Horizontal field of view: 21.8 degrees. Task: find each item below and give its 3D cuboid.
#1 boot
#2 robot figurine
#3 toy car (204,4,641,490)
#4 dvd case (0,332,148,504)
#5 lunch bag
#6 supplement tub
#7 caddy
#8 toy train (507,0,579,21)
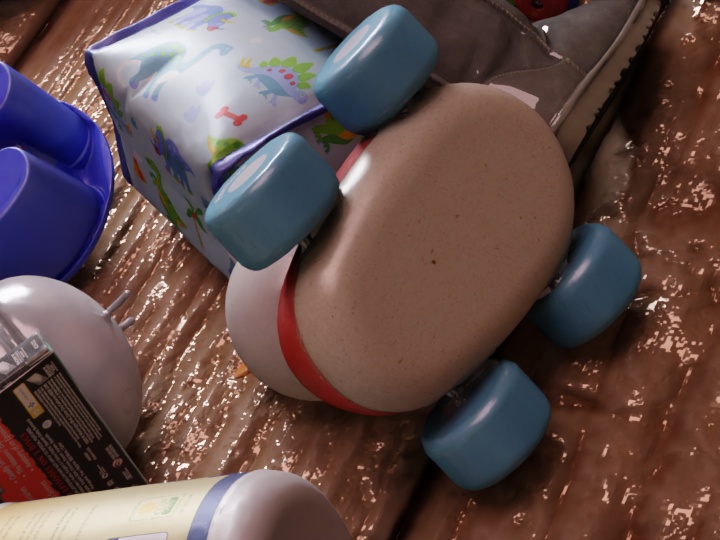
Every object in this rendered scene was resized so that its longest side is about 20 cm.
[{"bbox_3d":[0.053,-0.147,1.007,0.199,0.073,0.182,31,35,7],"label":"boot"},{"bbox_3d":[-0.196,0.082,0.980,0.200,0.113,0.169,-40,6,-13],"label":"robot figurine"},{"bbox_3d":[0.000,0.000,0.947,0.177,0.184,0.199,-53,17,-26],"label":"toy car"},{"bbox_3d":[-0.204,0.134,0.907,0.199,0.147,0.022,-38,49,-10],"label":"dvd case"},{"bbox_3d":[-0.031,-0.101,1.076,0.199,0.128,0.170,-28,42,-18],"label":"lunch bag"},{"bbox_3d":[-0.107,0.168,0.815,0.198,0.145,0.145,-9,43,21],"label":"supplement tub"},{"bbox_3d":[-0.246,-0.036,1.145,0.198,0.105,0.143,-25,60,14],"label":"caddy"},{"bbox_3d":[0.051,-0.233,1.103,0.115,0.201,0.085,-5,45,32],"label":"toy train"}]
